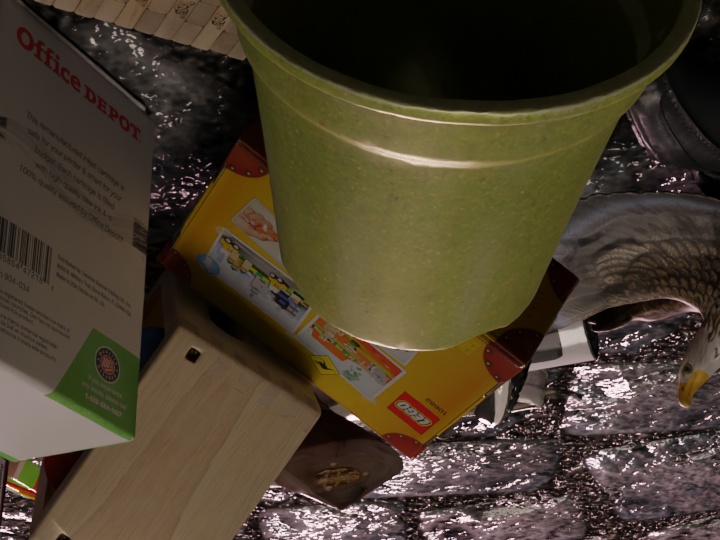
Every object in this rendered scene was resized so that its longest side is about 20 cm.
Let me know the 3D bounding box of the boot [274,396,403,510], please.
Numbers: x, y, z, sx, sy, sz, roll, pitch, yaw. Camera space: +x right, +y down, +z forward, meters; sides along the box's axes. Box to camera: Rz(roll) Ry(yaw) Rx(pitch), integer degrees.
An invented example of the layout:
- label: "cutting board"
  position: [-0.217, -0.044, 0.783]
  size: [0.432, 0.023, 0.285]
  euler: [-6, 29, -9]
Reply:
- label: "boot"
  position: [-0.086, 0.115, 1.092]
  size: [0.186, 0.064, 0.200]
  euler: [-4, -161, -21]

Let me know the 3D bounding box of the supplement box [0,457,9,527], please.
- label: "supplement box"
  position: [-0.344, 0.144, 1.029]
  size: [0.131, 0.103, 0.200]
  euler: [-5, 154, 15]

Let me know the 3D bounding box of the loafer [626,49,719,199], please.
- label: "loafer"
  position: [0.202, -0.086, 0.854]
  size: [0.070, 0.068, 0.201]
  euler: [-16, 157, 29]

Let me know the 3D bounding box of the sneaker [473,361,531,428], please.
- label: "sneaker"
  position: [0.069, 0.010, 0.971]
  size: [0.079, 0.074, 0.200]
  euler: [0, 120, 20]

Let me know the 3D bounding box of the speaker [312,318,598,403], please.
- label: "speaker"
  position: [0.061, 0.040, 1.070]
  size: [0.200, 0.081, 0.081]
  euler: [-10, 152, 14]

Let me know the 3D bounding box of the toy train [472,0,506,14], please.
- label: "toy train"
  position: [0.067, -0.146, 0.747]
  size: [0.200, 0.046, 0.034]
  euler: [-19, 149, 27]

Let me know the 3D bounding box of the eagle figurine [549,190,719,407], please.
- label: "eagle figurine"
  position: [0.204, 0.008, 0.901]
  size: [0.200, 0.151, 0.152]
  euler: [24, 141, 37]

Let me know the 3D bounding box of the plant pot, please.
- label: "plant pot"
  position: [0.032, -0.069, 0.682]
  size: [0.200, 0.200, 0.184]
  euler: [0, 137, -6]

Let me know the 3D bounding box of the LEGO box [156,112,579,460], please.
- label: "LEGO box"
  position: [0.000, 0.000, 0.883]
  size: [0.200, 0.077, 0.149]
  euler: [39, 144, -3]

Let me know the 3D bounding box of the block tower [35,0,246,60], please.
- label: "block tower"
  position: [-0.123, -0.154, 0.704]
  size: [0.200, 0.054, 0.058]
  euler: [12, 150, -26]

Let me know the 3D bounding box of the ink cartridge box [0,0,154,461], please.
- label: "ink cartridge box"
  position: [-0.184, -0.019, 0.799]
  size: [0.084, 0.200, 0.146]
  euler: [-13, 151, 23]

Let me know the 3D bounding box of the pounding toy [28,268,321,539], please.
- label: "pounding toy"
  position: [-0.144, 0.095, 0.963]
  size: [0.142, 0.200, 0.184]
  euler: [34, 97, -15]

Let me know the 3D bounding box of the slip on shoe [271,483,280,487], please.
- label: "slip on shoe"
  position: [-0.097, 0.142, 1.210]
  size: [0.200, 0.061, 0.074]
  euler: [5, 170, -38]

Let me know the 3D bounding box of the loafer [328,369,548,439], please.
- label: "loafer"
  position: [0.050, 0.098, 1.188]
  size: [0.200, 0.070, 0.070]
  euler: [-18, 150, 27]

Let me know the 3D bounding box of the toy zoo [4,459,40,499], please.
- label: "toy zoo"
  position: [-0.299, 0.156, 1.229]
  size: [0.131, 0.020, 0.200]
  euler: [19, 165, 14]
